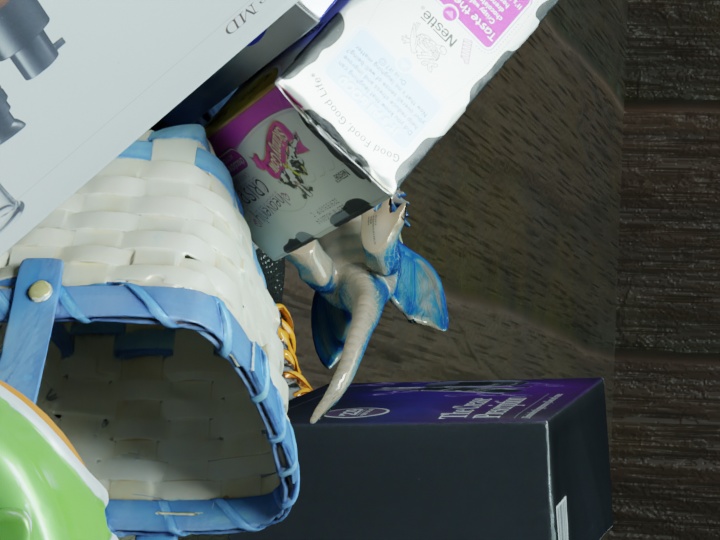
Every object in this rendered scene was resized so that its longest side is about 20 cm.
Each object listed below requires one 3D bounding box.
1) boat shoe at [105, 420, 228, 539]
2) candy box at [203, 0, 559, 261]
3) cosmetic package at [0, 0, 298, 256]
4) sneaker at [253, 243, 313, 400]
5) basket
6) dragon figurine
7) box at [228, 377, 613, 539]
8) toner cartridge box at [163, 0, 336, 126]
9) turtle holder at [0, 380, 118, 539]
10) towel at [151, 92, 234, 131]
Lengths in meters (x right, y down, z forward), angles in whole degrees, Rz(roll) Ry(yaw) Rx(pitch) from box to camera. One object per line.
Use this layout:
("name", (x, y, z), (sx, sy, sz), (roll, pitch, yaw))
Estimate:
("boat shoe", (-0.089, 0.063, 1.157), (0.068, 0.072, 0.201), (-110, -165, -63))
("candy box", (0.028, -0.103, 1.000), (0.200, 0.061, 0.136), (-50, -171, -21))
("cosmetic package", (-0.108, -0.089, 0.781), (0.200, 0.052, 0.151), (-42, 146, -7))
("sneaker", (-0.054, 0.063, 1.296), (0.078, 0.077, 0.201), (70, 23, -55))
("basket", (-0.095, 0.061, 0.964), (0.177, 0.139, 0.200), (74, 13, -51))
("dragon figurine", (0.000, 0.000, 1.084), (0.100, 0.059, 0.200), (67, 7, -46))
("box", (0.031, 0.093, 1.180), (0.200, 0.141, 0.079), (-13, 99, -78))
("toner cartridge box", (-0.065, -0.115, 0.982), (0.043, 0.095, 0.200), (-50, -172, -18))
("turtle holder", (-0.139, 0.115, 0.780), (0.132, 0.140, 0.186), (-18, 108, -78))
("towel", (-0.075, -0.070, 1.180), (0.112, 0.048, 0.200), (58, 9, 6))
